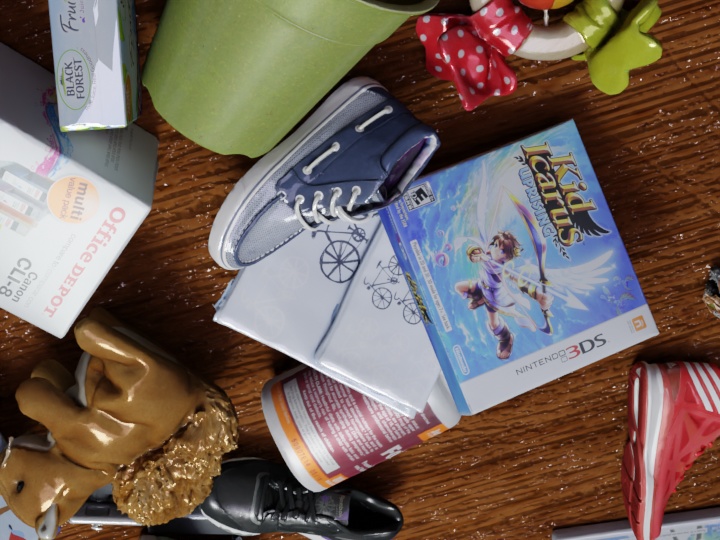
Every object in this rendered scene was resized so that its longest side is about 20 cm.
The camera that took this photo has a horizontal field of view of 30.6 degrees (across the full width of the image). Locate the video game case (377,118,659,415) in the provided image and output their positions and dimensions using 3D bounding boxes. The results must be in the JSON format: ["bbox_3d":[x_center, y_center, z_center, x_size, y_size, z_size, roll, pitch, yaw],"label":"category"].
[{"bbox_3d":[0.132,-0.004,1.112,0.181,0.045,0.200,-22,89,-13],"label":"video game case"}]

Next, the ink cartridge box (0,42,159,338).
[{"bbox_3d":[-0.281,-0.074,1.050,0.200,0.145,0.145,30,110,-20],"label":"ink cartridge box"}]

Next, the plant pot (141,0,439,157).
[{"bbox_3d":[-0.074,-0.194,1.001,0.200,0.200,0.190,27,125,-18],"label":"plant pot"}]

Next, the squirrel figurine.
[{"bbox_3d":[-0.213,0.155,1.140,0.200,0.142,0.187,34,88,-14],"label":"squirrel figurine"}]

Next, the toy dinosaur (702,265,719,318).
[{"bbox_3d":[0.418,0.021,1.191,0.200,0.102,0.136,6,114,2],"label":"toy dinosaur"}]

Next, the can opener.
[{"bbox_3d":[-0.189,0.222,1.267,0.200,0.053,0.067,7,117,-10],"label":"can opener"}]

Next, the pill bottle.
[{"bbox_3d":[0.022,0.110,1.195,0.200,0.114,0.114,-27,117,9],"label":"pill bottle"}]

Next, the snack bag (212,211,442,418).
[{"bbox_3d":[0.000,0.000,1.122,0.200,0.021,0.189,27,82,-4],"label":"snack bag"}]

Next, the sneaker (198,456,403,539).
[{"bbox_3d":[-0.052,0.216,1.241,0.200,0.076,0.088,16,158,-27],"label":"sneaker"}]

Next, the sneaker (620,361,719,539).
[{"bbox_3d":[0.321,0.179,1.284,0.115,0.078,0.200,-4,119,-2],"label":"sneaker"}]

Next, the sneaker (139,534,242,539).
[{"bbox_3d":[-0.146,0.289,1.238,0.118,0.200,0.074,7,90,-13],"label":"sneaker"}]

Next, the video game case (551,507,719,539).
[{"bbox_3d":[0.305,0.338,1.396,0.200,0.022,0.183,-8,118,-2],"label":"video game case"}]

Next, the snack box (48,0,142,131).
[{"bbox_3d":[-0.195,-0.207,0.961,0.053,0.142,0.200,-4,100,-3],"label":"snack box"}]

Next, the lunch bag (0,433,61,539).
[{"bbox_3d":[-0.406,0.207,1.190,0.200,0.124,0.170,1,125,32],"label":"lunch bag"}]

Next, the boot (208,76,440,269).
[{"bbox_3d":[-0.031,-0.063,1.061,0.200,0.090,0.073,-48,147,-1],"label":"boot"}]

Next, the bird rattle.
[{"bbox_3d":[0.145,-0.219,1.067,0.200,0.113,0.163,1,107,8],"label":"bird rattle"}]
